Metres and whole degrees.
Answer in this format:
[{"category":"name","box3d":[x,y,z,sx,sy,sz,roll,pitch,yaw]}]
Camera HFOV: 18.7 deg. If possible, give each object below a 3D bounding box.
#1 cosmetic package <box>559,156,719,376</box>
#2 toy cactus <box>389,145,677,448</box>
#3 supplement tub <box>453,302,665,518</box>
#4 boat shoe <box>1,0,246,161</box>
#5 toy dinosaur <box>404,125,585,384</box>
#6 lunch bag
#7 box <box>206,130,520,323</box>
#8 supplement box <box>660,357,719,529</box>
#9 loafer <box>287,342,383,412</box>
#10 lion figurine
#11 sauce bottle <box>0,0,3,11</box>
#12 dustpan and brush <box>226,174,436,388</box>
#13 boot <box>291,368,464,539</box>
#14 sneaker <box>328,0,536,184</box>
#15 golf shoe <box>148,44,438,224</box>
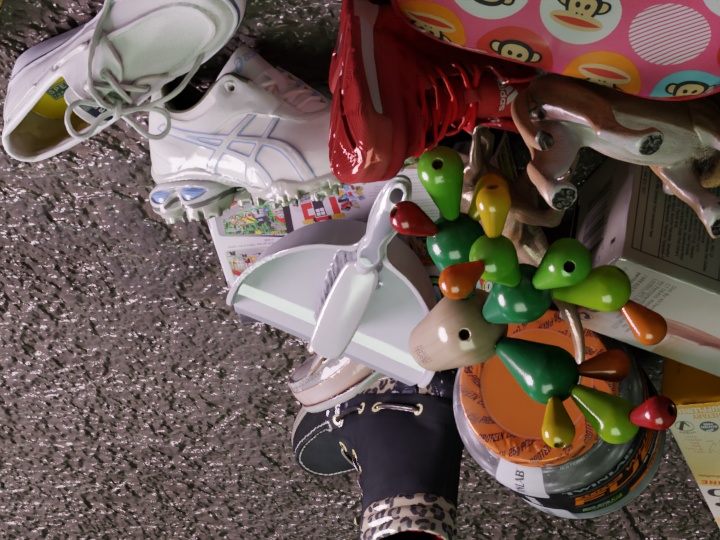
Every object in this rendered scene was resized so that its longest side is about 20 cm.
[{"category":"cosmetic package","box3d":[0.232,0.004,1.333,0.200,0.103,0.087,21,146,-12]},{"category":"toy cactus","box3d":[0.079,0.029,1.250,0.200,0.102,0.165,45,146,-8]},{"category":"supplement tub","box3d":[0.129,0.091,1.420,0.122,0.123,0.200,1,168,14]},{"category":"boat shoe","box3d":[-0.147,-0.111,1.280,0.202,0.086,0.075,-22,134,40]},{"category":"toy dinosaur","box3d":[0.090,-0.035,1.294,0.200,0.058,0.101,45,135,5]},{"category":"lunch bag","box3d":[0.123,-0.177,1.110,0.200,0.082,0.176,15,146,-5]},{"category":"box","box3d":[0.004,-0.025,1.378,0.200,0.035,0.110,-4,121,21]},{"category":"supplement box","box3d":[0.291,0.112,1.501,0.126,0.074,0.200,-5,144,23]},{"category":"loafer","box3d":[0.013,0.028,1.474,0.063,0.072,0.200,44,130,-15]},{"category":"lion figurine","box3d":[0.144,-0.077,1.194,0.200,0.123,0.072,17,115,-38]},{"category":"sauce bottle","box3d":[-0.232,-0.164,1.248,0.066,0.066,0.200,15,148,-6]},{"category":"dustpan and brush","box3d":[0.000,0.000,1.329,0.140,0.057,0.200,23,132,-1]},{"category":"boot","box3d":[0.009,0.149,1.564,0.073,0.154,0.204,30,142,-26]},{"category":"sneaker","box3d":[0.044,-0.098,1.175,0.115,0.200,0.078,8,118,-5]},{"category":"golf shoe","box3d":[-0.050,-0.086,1.281,0.200,0.078,0.097,-7,98,34]}]
